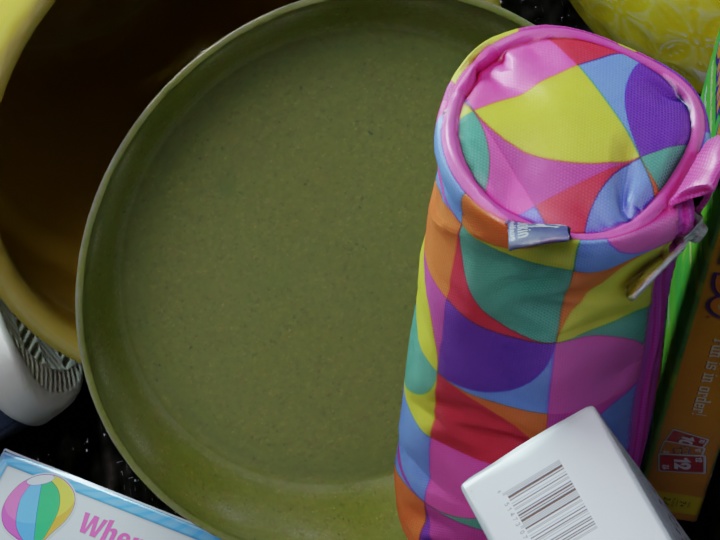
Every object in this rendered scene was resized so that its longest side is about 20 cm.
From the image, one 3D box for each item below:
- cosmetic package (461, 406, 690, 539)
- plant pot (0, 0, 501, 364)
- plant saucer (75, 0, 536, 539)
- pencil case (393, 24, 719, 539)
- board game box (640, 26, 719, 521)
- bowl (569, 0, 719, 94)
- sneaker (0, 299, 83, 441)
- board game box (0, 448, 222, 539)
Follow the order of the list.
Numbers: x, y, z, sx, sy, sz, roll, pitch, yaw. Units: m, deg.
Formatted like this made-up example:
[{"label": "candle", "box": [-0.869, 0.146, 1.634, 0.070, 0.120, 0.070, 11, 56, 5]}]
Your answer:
[{"label": "cosmetic package", "box": [0.113, 0.154, 0.827, 0.052, 0.151, 0.201, -30, 59, 3]}, {"label": "plant pot", "box": [-0.077, -0.092, 1.009, 0.201, 0.201, 0.189, -41, 42, -1]}, {"label": "plant saucer", "box": [0.000, 0.000, 0.942, 0.200, 0.200, 0.031, -40, 26, -1]}, {"label": "pencil case", "box": [0.056, 0.018, 0.858, 0.088, 0.201, 0.089, 2, 53, -3]}, {"label": "board game box", "box": [0.113, -0.017, 0.877, 0.030, 0.201, 0.096, 7, 52, 2]}, {"label": "bowl", "box": [0.146, -0.172, 0.999, 0.199, 0.108, 0.201, -9, 62, 17]}, {"label": "sneaker", "box": [-0.169, -0.016, 1.070, 0.084, 0.075, 0.201, -31, 52, 19]}, {"label": "board game box", "box": [-0.068, 0.156, 0.966, 0.199, 0.034, 0.135, 19, 73, 28]}]
